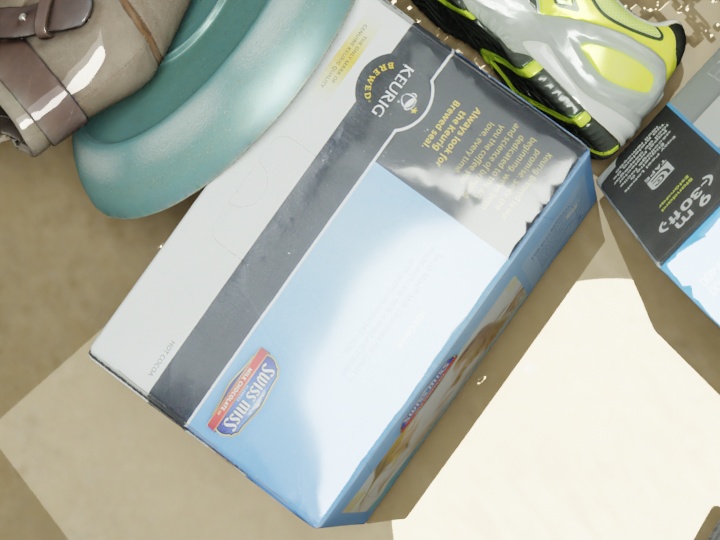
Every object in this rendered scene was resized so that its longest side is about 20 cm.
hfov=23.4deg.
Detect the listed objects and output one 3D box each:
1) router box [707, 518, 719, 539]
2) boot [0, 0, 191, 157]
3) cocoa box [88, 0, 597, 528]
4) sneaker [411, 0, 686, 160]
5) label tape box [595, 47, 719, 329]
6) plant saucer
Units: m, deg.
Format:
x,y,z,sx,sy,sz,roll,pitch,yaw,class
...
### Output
x,y,z,sx,sy,sz,roll,pitch,yaw,class
0.218,0.163,0.697,0.179,0.200,0.049,30,88,12,router box
-0.160,-0.127,0.813,0.199,0.070,0.146,19,62,46,boot
0.000,0.000,0.788,0.131,0.133,0.201,36,90,11,cocoa box
0.070,-0.146,0.833,0.076,0.075,0.200,-43,89,-6,sneaker
0.184,-0.045,0.719,0.066,0.200,0.143,41,101,-13,label tape box
-0.072,-0.116,0.800,0.027,0.200,0.201,36,90,-30,plant saucer
